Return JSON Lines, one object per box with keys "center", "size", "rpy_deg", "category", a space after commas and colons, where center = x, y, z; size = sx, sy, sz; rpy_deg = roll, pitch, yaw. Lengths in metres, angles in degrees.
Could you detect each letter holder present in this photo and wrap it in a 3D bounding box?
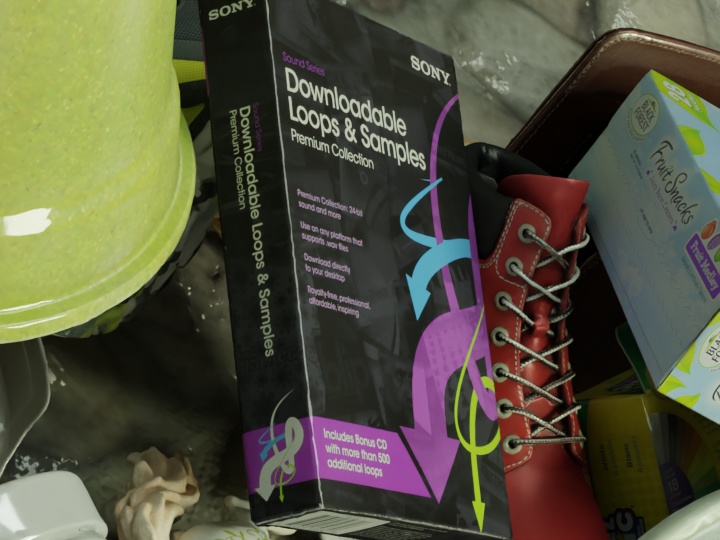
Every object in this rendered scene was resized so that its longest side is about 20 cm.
{"center": [0.168, -0.011, 1.183], "size": [0.199, 0.142, 0.101], "rpy_deg": [18, 36, -32], "category": "letter holder"}

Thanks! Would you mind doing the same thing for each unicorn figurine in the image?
{"center": [-0.009, 0.138, 0.932], "size": [0.199, 0.074, 0.137], "rpy_deg": [23, 5, 0], "category": "unicorn figurine"}

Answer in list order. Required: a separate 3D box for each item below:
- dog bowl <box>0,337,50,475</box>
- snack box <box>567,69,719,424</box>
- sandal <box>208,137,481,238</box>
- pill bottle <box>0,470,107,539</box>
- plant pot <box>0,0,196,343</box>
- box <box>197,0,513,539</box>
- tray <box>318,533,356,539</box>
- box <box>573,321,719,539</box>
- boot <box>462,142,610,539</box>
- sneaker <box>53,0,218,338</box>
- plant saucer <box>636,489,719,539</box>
{"center": [-0.207, 0.035, 0.890], "size": [0.199, 0.059, 0.201], "rpy_deg": [23, 46, -26], "category": "dog bowl"}
{"center": [0.193, 0.022, 1.035], "size": [0.199, 0.068, 0.169], "rpy_deg": [26, 23, -22], "category": "snack box"}
{"center": [-0.030, -0.012, 1.080], "size": [0.211, 0.078, 0.070], "rpy_deg": [0, 65, -32], "category": "sandal"}
{"center": [-0.079, 0.168, 0.788], "size": [0.108, 0.109, 0.201], "rpy_deg": [-13, 69, -46], "category": "pill bottle"}
{"center": [-0.133, -0.110, 0.841], "size": [0.199, 0.185, 0.201], "rpy_deg": [11, 41, -10], "category": "plant pot"}
{"center": [0.000, 0.000, 0.960], "size": [0.143, 0.036, 0.201], "rpy_deg": [17, 61, -57], "category": "box"}
{"center": [0.067, 0.128, 1.091], "size": [0.200, 0.022, 0.108], "rpy_deg": [-19, 73, -48], "category": "tray"}
{"center": [0.147, 0.110, 1.096], "size": [0.117, 0.048, 0.201], "rpy_deg": [-19, 100, -51], "category": "box"}
{"center": [0.069, 0.046, 1.023], "size": [0.072, 0.145, 0.200], "rpy_deg": [3, 41, -36], "category": "boot"}
{"center": [-0.089, -0.046, 0.984], "size": [0.084, 0.075, 0.200], "rpy_deg": [36, 39, 8], "category": "sneaker"}
{"center": [0.157, 0.177, 1.004], "size": [0.199, 0.201, 0.050], "rpy_deg": [15, 15, -33], "category": "plant saucer"}
